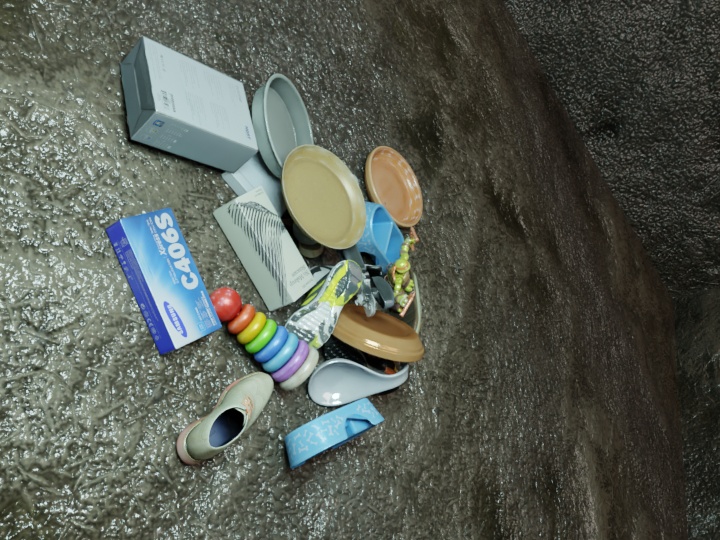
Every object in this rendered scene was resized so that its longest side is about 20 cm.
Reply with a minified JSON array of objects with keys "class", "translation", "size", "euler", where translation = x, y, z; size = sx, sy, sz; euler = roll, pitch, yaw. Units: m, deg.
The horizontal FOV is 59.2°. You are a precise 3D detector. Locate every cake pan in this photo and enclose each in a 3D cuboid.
[{"class":"cake pan","translation":[-0.143,-0.258,1.171],"size":[0.200,0.037,0.202],"euler":[-8,90,-71]}]

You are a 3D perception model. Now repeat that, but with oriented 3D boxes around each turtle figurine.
[{"class":"turtle figurine","translation":[0.080,0.023,1.290],"size":[0.162,0.064,0.201],"euler":[87,8,-63]}]

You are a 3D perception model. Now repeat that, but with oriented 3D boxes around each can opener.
[{"class":"can opener","translation":[0.000,0.000,1.189],"size":[0.066,0.053,0.201],"euler":[-10,56,-24]}]

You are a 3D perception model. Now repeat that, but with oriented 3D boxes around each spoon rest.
[{"class":"spoon rest","translation":[0.002,0.192,1.135],"size":[0.199,0.061,0.100],"euler":[-9,120,-20]}]

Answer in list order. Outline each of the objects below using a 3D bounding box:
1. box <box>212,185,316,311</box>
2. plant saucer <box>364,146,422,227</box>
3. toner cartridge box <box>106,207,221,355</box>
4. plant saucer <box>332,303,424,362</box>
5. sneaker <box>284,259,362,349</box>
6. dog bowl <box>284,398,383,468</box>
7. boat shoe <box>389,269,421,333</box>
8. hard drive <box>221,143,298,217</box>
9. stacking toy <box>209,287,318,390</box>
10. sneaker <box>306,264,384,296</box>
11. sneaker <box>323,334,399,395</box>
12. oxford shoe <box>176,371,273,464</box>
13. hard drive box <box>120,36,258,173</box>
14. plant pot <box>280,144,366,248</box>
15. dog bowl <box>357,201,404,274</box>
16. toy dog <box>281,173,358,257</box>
[{"class":"box","translation":[-0.165,-0.038,1.100],"size":[0.201,0.068,0.082],"euler":[60,37,-10]},{"class":"plant saucer","translation":[0.074,-0.193,1.495],"size":[0.200,0.037,0.201],"euler":[26,54,-43]},{"class":"toner cartridge box","translation":[-0.289,0.013,0.939],"size":[0.095,0.043,0.201],"euler":[-27,94,-52]},{"class":"plant saucer","translation":[0.028,0.110,1.181],"size":[0.200,0.200,0.038],"euler":[5,108,-50]},{"class":"sneaker","translation":[-0.070,0.070,1.127],"size":[0.074,0.085,0.200],"euler":[42,80,-8]},{"class":"dog bowl","translation":[-0.045,0.267,1.059],"size":[0.200,0.111,0.050],"euler":[-8,65,-53]},{"class":"boat shoe","translation":[0.109,0.095,1.388],"size":[0.076,0.071,0.201],"euler":[51,39,-47]},{"class":"hard drive","translation":[-0.170,-0.189,1.205],"size":[0.132,0.027,0.200],"euler":[50,40,-23]},{"class":"stacking toy","translation":[-0.162,0.101,1.021],"size":[0.200,0.085,0.086],"euler":[45,42,-17]},{"class":"sneaker","translation":[-0.031,0.015,1.237],"size":[0.200,0.080,0.074],"euler":[-10,82,-52]},{"class":"sneaker","translation":[0.000,0.161,1.221],"size":[0.200,0.070,0.090],"euler":[41,31,-34]},{"class":"oxford shoe","translation":[-0.181,0.215,0.947],"size":[0.071,0.074,0.200],"euler":[59,37,-12]},{"class":"hard drive box","translation":[-0.279,-0.267,1.044],"size":[0.199,0.077,0.157],"euler":[14,52,-47]},{"class":"plant pot","translation":[-0.069,-0.129,1.141],"size":[0.200,0.027,0.201],"euler":[24,55,-39]},{"class":"dog bowl","translation":[0.041,-0.067,1.342],"size":[0.200,0.049,0.112],"euler":[53,44,-49]},{"class":"toy dog","translation":[-0.086,-0.118,1.225],"size":[0.096,0.132,0.200],"euler":[26,35,8]}]
